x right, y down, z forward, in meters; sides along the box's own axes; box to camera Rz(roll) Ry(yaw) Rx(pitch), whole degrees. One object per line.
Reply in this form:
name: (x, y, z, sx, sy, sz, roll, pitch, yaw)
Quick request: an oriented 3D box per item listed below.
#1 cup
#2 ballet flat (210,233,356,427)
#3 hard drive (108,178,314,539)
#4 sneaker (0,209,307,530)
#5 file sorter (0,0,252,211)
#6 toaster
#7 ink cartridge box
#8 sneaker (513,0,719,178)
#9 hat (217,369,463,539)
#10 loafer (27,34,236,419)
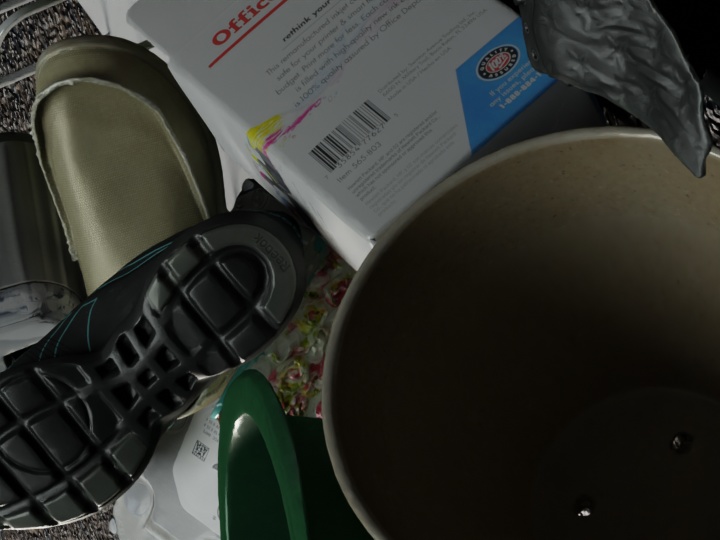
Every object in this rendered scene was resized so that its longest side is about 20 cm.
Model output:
cup: (0.102, 0.065, 1.000, 0.200, 0.200, 0.143, 47, 175, 33)
ballet flat: (0.000, 0.000, 1.170, 0.064, 0.200, 0.076, 26, 177, 1)
hard drive: (-0.035, 0.073, 1.248, 0.140, 0.038, 0.200, 33, 109, 31)
sneaker: (-0.099, 0.042, 1.114, 0.075, 0.200, 0.079, 52, -166, -11)
file sorter: (-0.146, -0.114, 1.366, 0.200, 0.124, 0.139, 54, 153, 23)
toaster: (-0.171, 0.029, 1.243, 0.129, 0.113, 0.200, -110, 2, -45)
ink cartridge box: (0.001, -0.080, 1.100, 0.200, 0.115, 0.068, 42, 169, 41)
sneaker: (0.077, -0.117, 0.992, 0.200, 0.060, 0.104, 29, 134, 47)
hat: (0.040, 0.110, 1.067, 0.166, 0.176, 0.200, 110, 152, -58)
loafer: (-0.096, -0.015, 1.171, 0.068, 0.076, 0.200, -80, -27, -55)
